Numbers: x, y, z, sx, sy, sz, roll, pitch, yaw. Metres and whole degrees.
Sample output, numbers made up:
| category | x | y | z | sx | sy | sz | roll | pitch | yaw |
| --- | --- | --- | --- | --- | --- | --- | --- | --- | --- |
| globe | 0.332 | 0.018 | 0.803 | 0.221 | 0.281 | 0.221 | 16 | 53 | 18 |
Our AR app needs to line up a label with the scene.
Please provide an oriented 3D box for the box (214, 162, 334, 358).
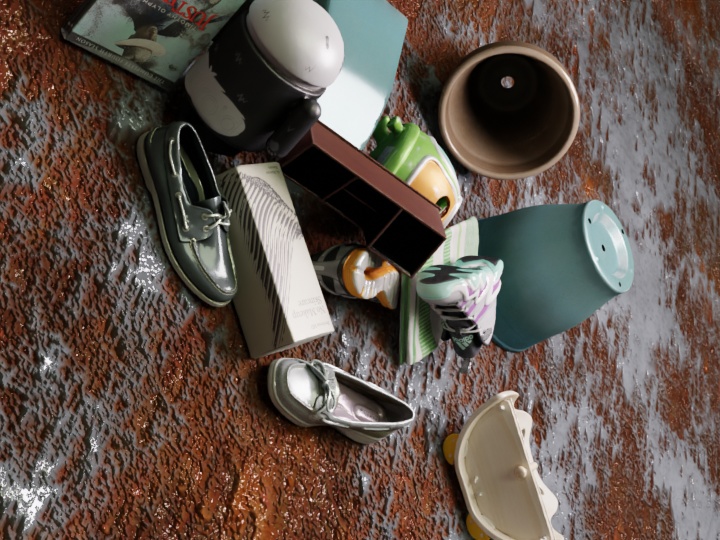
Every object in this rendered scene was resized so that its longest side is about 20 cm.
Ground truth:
| category | x | y | z | sx | sy | sz | roll | pitch | yaw |
| --- | --- | --- | --- | --- | --- | --- | --- | --- | --- |
| box | -0.104 | -0.013 | 1.408 | 0.082 | 0.068 | 0.201 | -15 | 84 | -55 |

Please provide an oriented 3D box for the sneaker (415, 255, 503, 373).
| category | x | y | z | sx | sy | sz | roll | pitch | yaw |
| --- | --- | --- | --- | --- | --- | --- | --- | --- | --- |
| sneaker | 0.125 | 0.062 | 1.602 | 0.200 | 0.077 | 0.141 | -13 | 108 | -60 |

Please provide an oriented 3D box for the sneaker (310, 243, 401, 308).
| category | x | y | z | sx | sy | sz | roll | pitch | yaw |
| --- | --- | --- | --- | --- | --- | --- | --- | --- | --- |
| sneaker | 0.000 | 0.000 | 1.541 | 0.200 | 0.077 | 0.079 | 19 | 77 | -69 |

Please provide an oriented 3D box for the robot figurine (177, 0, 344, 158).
| category | x | y | z | sx | sy | sz | roll | pitch | yaw |
| --- | --- | --- | --- | --- | --- | --- | --- | --- | --- |
| robot figurine | -0.106 | -0.208 | 1.389 | 0.150 | 0.200 | 0.125 | 44 | 28 | -9 |

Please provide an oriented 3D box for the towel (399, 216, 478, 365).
| category | x | y | z | sx | sy | sz | roll | pitch | yaw |
| --- | --- | --- | --- | --- | --- | --- | --- | --- | --- |
| towel | 0.104 | 0.026 | 1.657 | 0.200 | 0.023 | 0.154 | -25 | 120 | -56 |

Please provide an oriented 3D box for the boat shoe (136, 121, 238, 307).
| category | x | y | z | sx | sy | sz | roll | pitch | yaw |
| --- | --- | --- | --- | --- | --- | --- | --- | --- | --- |
| boat shoe | -0.170 | -0.060 | 1.349 | 0.073 | 0.062 | 0.201 | -22 | 91 | -56 |

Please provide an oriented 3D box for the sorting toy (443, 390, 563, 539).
| category | x | y | z | sx | sy | sz | roll | pitch | yaw |
| --- | --- | --- | --- | --- | --- | --- | --- | --- | --- |
| sorting toy | 0.202 | 0.258 | 1.664 | 0.180 | 0.106 | 0.201 | -3 | 74 | -62 |

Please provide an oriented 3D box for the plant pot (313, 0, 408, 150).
| category | x | y | z | sx | sy | sz | roll | pitch | yaw |
| --- | --- | --- | --- | --- | --- | --- | --- | --- | --- |
| plant pot | -0.047 | -0.232 | 1.545 | 0.141 | 0.141 | 0.201 | 31 | 57 | -41 |

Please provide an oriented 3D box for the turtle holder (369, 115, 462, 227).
| category | x | y | z | sx | sy | sz | roll | pitch | yaw |
| --- | --- | --- | --- | --- | --- | --- | --- | --- | --- |
| turtle holder | 0.044 | -0.097 | 1.594 | 0.131 | 0.185 | 0.141 | 36 | 59 | -11 |

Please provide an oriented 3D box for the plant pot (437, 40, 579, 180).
| category | x | y | z | sx | sy | sz | roll | pitch | yaw |
| --- | --- | --- | --- | --- | --- | --- | --- | --- | --- |
| plant pot | 0.217 | -0.254 | 1.889 | 0.201 | 0.200 | 0.175 | 56 | 20 | -18 |

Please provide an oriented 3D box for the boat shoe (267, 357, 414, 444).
| category | x | y | z | sx | sy | sz | roll | pitch | yaw |
| --- | --- | --- | --- | --- | --- | --- | --- | --- | --- |
| boat shoe | -0.023 | 0.142 | 1.438 | 0.202 | 0.065 | 0.075 | 31 | 49 | -41 |

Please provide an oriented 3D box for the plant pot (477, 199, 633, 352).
| category | x | y | z | sx | sy | sz | roll | pitch | yaw |
| --- | --- | --- | --- | --- | --- | --- | --- | --- | --- |
| plant pot | 0.270 | -0.007 | 1.807 | 0.200 | 0.187 | 0.201 | 28 | 51 | -42 |

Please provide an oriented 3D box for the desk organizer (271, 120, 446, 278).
| category | x | y | z | sx | sy | sz | roll | pitch | yaw |
| --- | --- | --- | --- | --- | --- | --- | --- | --- | --- |
| desk organizer | 0.000 | -0.082 | 1.458 | 0.200 | 0.072 | 0.077 | 34 | 21 | -21 |

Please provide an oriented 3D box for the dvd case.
| category | x | y | z | sx | sy | sz | roll | pitch | yaw |
| --- | --- | --- | --- | --- | --- | --- | --- | --- | --- |
| dvd case | -0.192 | -0.287 | 1.329 | 0.146 | 0.200 | 0.022 | 23 | 31 | -46 |
